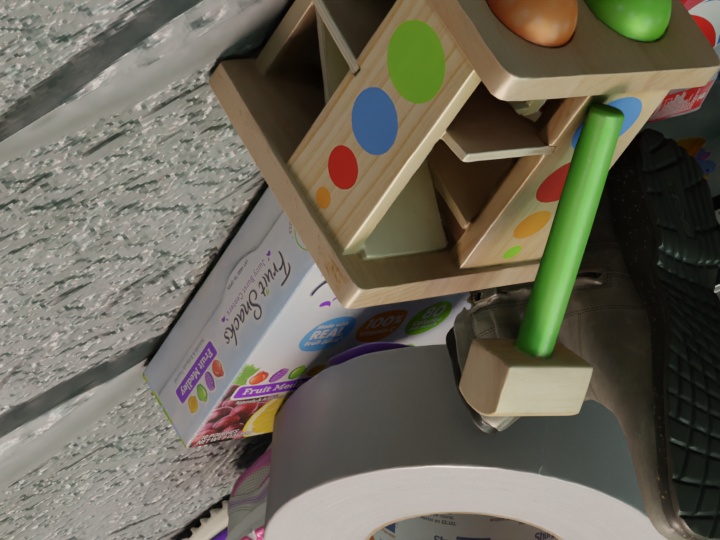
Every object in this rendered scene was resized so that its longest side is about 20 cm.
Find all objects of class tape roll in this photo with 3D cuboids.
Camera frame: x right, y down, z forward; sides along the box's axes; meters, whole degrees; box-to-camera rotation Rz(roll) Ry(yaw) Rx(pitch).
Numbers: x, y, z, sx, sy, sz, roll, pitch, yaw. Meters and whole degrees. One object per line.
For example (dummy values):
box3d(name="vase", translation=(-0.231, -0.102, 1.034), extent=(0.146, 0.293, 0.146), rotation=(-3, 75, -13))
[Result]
box3d(name="tape roll", translation=(0.054, 0.111, 1.358), extent=(0.200, 0.066, 0.200), rotation=(3, 149, 2))

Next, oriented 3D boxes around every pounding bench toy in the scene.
box3d(name="pounding bench toy", translation=(0.063, -0.059, 1.136), extent=(0.124, 0.200, 0.156), rotation=(-7, 146, -41))

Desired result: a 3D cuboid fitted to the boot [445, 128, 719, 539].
box3d(name="boot", translation=(0.101, 0.046, 1.223), extent=(0.131, 0.200, 0.068), rotation=(-30, 142, 35))

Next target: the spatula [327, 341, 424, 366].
box3d(name="spatula", translation=(0.081, 0.048, 1.368), extent=(0.200, 0.021, 0.056), rotation=(1, 165, -32))

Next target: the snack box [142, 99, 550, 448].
box3d(name="snack box", translation=(0.000, 0.000, 1.342), extent=(0.142, 0.053, 0.200), rotation=(-10, 147, -41))

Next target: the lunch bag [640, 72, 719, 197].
box3d(name="lunch bag", translation=(0.185, -0.052, 1.381), extent=(0.200, 0.122, 0.170), rotation=(-41, 153, 31))

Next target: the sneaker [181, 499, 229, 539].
box3d(name="sneaker", translation=(-0.016, 0.159, 1.553), extent=(0.200, 0.100, 0.070), rotation=(-34, 153, 2))

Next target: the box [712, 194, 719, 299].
box3d(name="box", translation=(0.211, 0.019, 1.337), extent=(0.159, 0.046, 0.200), rotation=(-24, 149, 5))

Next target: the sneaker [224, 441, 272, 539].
box3d(name="sneaker", translation=(0.005, 0.098, 1.486), extent=(0.200, 0.088, 0.081), rotation=(-29, 125, 5))

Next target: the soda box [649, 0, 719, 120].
box3d(name="soda box", translation=(0.139, -0.149, 1.192), extent=(0.063, 0.070, 0.200), rotation=(-17, 151, -31))
